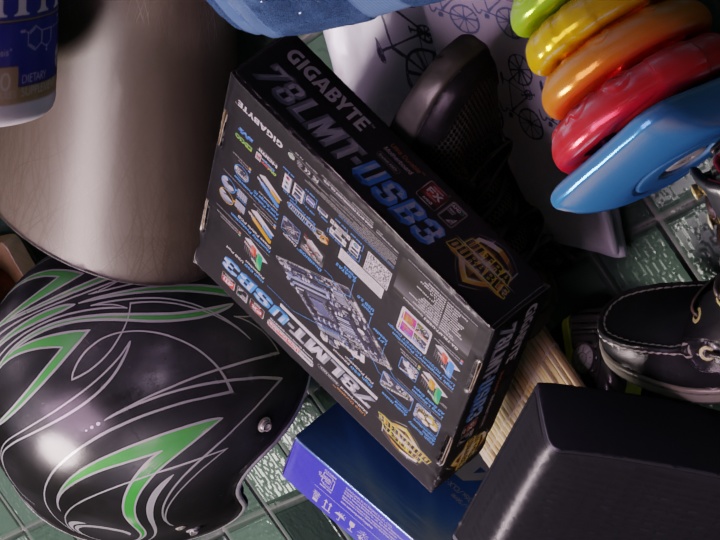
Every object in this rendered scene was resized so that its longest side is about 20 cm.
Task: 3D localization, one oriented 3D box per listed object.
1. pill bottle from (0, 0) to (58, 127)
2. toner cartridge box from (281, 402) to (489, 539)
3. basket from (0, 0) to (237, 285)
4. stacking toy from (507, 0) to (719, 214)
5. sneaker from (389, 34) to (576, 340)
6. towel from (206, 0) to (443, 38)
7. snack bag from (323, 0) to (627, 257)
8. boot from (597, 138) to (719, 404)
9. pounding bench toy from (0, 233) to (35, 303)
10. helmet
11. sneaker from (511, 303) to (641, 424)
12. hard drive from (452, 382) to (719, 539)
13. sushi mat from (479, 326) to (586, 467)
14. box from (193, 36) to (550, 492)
[{"bbox_3d":[-0.220,-0.185,1.460,0.120,0.120,0.201,18,112,38],"label":"pill bottle"},{"bbox_3d":[0.058,0.149,1.627,0.200,0.095,0.043,39,142,16],"label":"toner cartridge box"},{"bbox_3d":[-0.138,-0.118,1.590,0.180,0.136,0.200,34,137,22],"label":"basket"},{"bbox_3d":[0.109,-0.137,1.337,0.200,0.116,0.110,60,142,9],"label":"stacking toy"},{"bbox_3d":[0.068,-0.037,1.443,0.114,0.076,0.200,35,145,20],"label":"sneaker"},{"bbox_3d":[0.004,-0.165,1.297,0.200,0.049,0.112,-12,138,31],"label":"towel"},{"bbox_3d":[0.050,-0.101,1.485,0.200,0.021,0.189,14,130,41],"label":"snack bag"},{"bbox_3d":[0.188,-0.007,1.342,0.203,0.074,0.154,4,138,38],"label":"boot"},{"bbox_3d":[-0.260,0.059,1.847,0.200,0.156,0.124,-10,112,51],"label":"pounding bench toy"},{"bbox_3d":[-0.136,0.065,1.683,0.200,0.200,0.191,41,145,14],"label":"helmet"},{"bbox_3d":[0.132,0.107,1.538,0.075,0.076,0.200,43,130,47],"label":"sneaker"},{"bbox_3d":[0.163,0.130,1.423,0.199,0.042,0.135,13,130,-16],"label":"hard drive"},{"bbox_3d":[0.088,0.073,1.519,0.200,0.012,0.096,57,137,35],"label":"sushi mat"},{"bbox_3d":[0.000,0.000,1.458,0.200,0.050,0.199,44,154,16],"label":"box"}]
